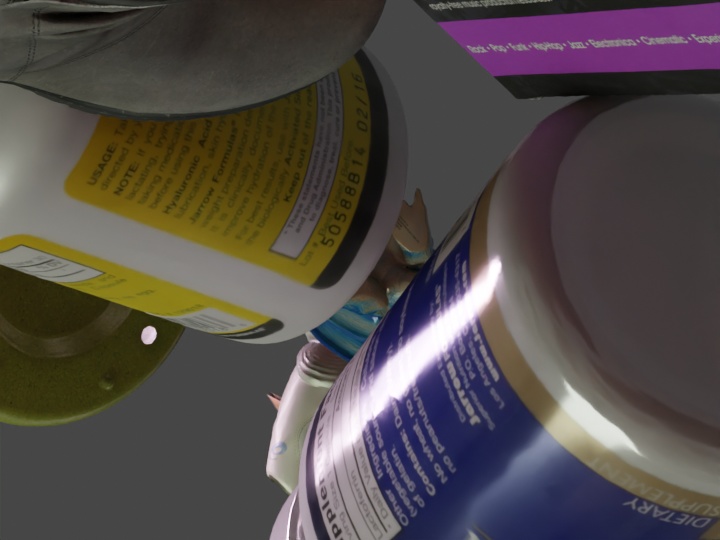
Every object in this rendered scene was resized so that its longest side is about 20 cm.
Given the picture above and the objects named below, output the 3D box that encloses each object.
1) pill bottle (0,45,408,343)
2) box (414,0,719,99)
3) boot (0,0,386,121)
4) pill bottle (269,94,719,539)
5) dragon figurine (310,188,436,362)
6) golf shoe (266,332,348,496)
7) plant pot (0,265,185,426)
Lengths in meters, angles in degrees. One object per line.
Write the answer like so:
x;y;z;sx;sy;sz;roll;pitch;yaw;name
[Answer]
-0.087;-0.052;0.742;0.199;0.112;0.111;21;-176;-45;pill bottle
0.009;-0.113;0.529;0.200;0.036;0.143;40;168;-21;box
-0.057;-0.075;0.607;0.199;0.070;0.131;-6;-178;-29;boot
0.050;0.049;0.663;0.115;0.116;0.200;37;141;0;pill bottle
0.000;0.000;0.964;0.199;0.059;0.100;33;169;23;dragon figurine
0.026;0.090;1.125;0.200;0.098;0.078;32;176;-43;golf shoe
-0.164;-0.023;0.990;0.200;0.201;0.193;44;169;-35;plant pot
